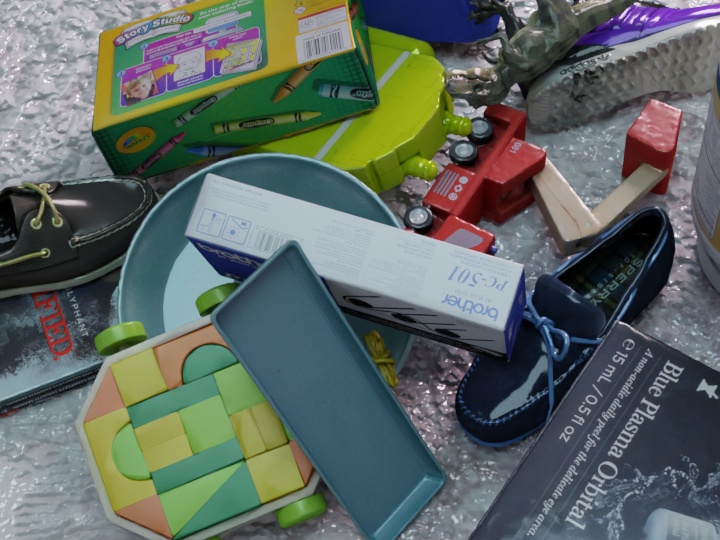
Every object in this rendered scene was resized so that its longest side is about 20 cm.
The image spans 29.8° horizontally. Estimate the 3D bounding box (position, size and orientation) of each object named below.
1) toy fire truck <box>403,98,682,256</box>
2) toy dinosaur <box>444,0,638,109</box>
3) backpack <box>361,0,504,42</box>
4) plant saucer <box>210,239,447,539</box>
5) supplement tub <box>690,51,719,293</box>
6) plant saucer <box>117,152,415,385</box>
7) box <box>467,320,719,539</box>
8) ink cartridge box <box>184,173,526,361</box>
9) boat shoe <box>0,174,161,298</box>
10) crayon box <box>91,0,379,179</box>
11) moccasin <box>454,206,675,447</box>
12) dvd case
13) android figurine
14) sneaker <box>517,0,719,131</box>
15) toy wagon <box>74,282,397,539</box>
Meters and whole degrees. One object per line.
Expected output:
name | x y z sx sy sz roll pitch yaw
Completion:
toy fire truck | 0.128 -0.052 0.953 0.141 0.049 0.200 24 60 20
toy dinosaur | 0.132 -0.186 0.983 0.200 0.048 0.088 -33 60 -9
backpack | 0.048 -0.299 1.062 0.162 0.168 0.201 7 52 1
plant saucer | -0.017 0.078 0.804 0.070 0.200 0.019 -44 29 -23
supplement tub | 0.289 -0.071 0.862 0.144 0.200 0.145 -2 55 4
plant saucer | -0.060 0.021 0.900 0.199 0.036 0.201 0 73 0
box | 0.177 0.168 0.758 0.199 0.118 0.197 28 62 20
ink cartridge box | 0.000 0.000 0.828 0.199 0.094 0.044 17 78 12
boat shoe | -0.233 -0.024 0.929 0.200 0.061 0.072 -20 56 -10
crayon box | -0.093 -0.147 0.985 0.199 0.058 0.119 -16 44 9
moccasin | 0.130 0.026 0.887 0.080 0.068 0.200 33 66 23
dvd case | -0.222 0.022 0.946 0.199 0.022 0.146 -19 56 -11
android figurine | -0.014 -0.112 0.989 0.199 0.041 0.182 18 58 33
sneaker | 0.206 -0.181 1.024 0.199 0.070 0.100 -15 53 -7
toy wagon | -0.073 0.086 0.840 0.199 0.040 0.156 -22 78 -3
